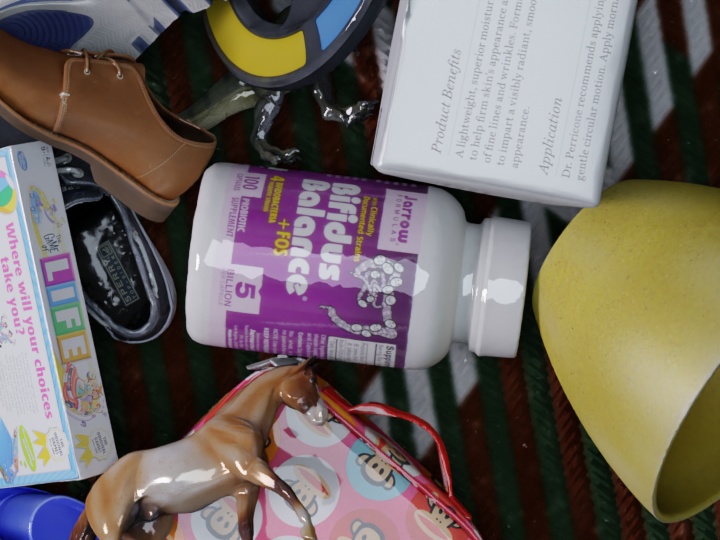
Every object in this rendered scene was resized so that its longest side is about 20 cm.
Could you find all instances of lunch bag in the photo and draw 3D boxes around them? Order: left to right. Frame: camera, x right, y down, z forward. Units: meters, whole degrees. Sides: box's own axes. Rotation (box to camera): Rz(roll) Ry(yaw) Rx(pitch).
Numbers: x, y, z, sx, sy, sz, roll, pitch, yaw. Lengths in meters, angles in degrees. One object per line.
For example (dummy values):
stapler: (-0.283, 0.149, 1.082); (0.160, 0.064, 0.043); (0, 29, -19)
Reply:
lunch bag: (-0.022, 0.154, 1.641); (0.200, 0.082, 0.176); (43, 92, 1)

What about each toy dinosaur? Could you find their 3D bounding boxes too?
toy dinosaur: (-0.048, -0.113, 1.652); (0.200, 0.047, 0.088); (-38, 76, 3)

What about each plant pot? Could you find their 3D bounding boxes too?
plant pot: (0.187, 0.026, 1.591); (0.142, 0.200, 0.200); (40, 93, 24)

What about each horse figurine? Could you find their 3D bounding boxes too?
horse figurine: (-0.101, 0.139, 1.571); (0.199, 0.050, 0.133); (-28, 53, 12)

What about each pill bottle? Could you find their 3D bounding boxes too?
pill bottle: (0.000, 0.000, 1.620); (0.199, 0.112, 0.113); (6, 92, 2)

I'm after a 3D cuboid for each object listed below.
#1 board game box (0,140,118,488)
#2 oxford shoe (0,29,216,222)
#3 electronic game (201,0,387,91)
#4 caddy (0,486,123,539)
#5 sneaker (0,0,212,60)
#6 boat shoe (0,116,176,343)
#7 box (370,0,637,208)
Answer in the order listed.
board game box: (-0.222, 0.031, 1.630); (0.134, 0.034, 0.201); (-9, 93, 43)
oxford shoe: (-0.168, -0.109, 1.582); (0.200, 0.071, 0.071); (33, 110, -34)
electronic game: (-0.034, -0.205, 1.589); (0.042, 0.200, 0.201); (12, 93, -36)
caddy: (-0.195, 0.228, 1.642); (0.141, 0.105, 0.201); (-26, 91, -20)
sneaker: (-0.144, -0.187, 1.628); (0.199, 0.115, 0.081); (-27, 126, 18)
boat shoe: (-0.180, -0.044, 1.645); (0.072, 0.068, 0.201); (-29, 88, 2)
box: (0.086, -0.144, 1.568); (0.130, 0.200, 0.200); (11, 93, -1)
